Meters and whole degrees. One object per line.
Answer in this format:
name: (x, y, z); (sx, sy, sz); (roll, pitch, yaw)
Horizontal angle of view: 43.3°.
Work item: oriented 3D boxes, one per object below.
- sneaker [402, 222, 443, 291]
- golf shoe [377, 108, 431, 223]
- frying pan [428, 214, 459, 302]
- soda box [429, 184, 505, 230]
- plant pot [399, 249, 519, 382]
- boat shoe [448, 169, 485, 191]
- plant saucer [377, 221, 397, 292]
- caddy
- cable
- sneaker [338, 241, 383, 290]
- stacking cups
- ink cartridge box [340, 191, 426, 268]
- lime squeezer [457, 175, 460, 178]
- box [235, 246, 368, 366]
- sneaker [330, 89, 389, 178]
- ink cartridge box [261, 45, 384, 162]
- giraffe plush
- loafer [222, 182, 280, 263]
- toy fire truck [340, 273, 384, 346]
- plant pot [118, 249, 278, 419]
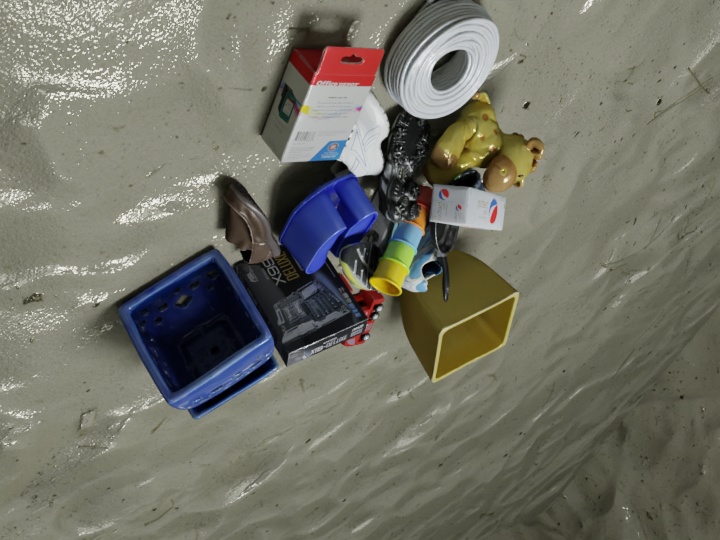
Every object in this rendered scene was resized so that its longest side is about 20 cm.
sneaker: (0.131, -0.031, 1.665); (0.200, 0.072, 0.072); (-54, 162, -38)
golf shoe: (0.062, -0.183, 1.545); (0.077, 0.094, 0.201); (9, 91, -29)
frying pan: (0.153, -0.054, 1.613); (0.115, 0.031, 0.191); (-49, 140, -48)
soda box: (0.188, -0.107, 1.569); (0.200, 0.068, 0.064); (0, 96, -64)
plant pot: (0.183, 0.072, 1.897); (0.195, 0.200, 0.195); (-24, 146, -19)
boat shoe: (0.159, -0.114, 1.764); (0.200, 0.071, 0.091); (-41, 148, -8)
plant saucer: (0.073, -0.041, 1.683); (0.070, 0.019, 0.200); (-19, 143, -28)
caddy: (-0.061, -0.085, 1.532); (0.141, 0.105, 0.200); (-29, 167, -30)
cable: (0.132, -0.334, 1.442); (0.200, 0.069, 0.200); (-46, 148, 14)
sneaker: (0.000, 0.000, 1.605); (0.200, 0.090, 0.079); (32, 65, -61)
stacking cups: (0.075, -0.058, 1.565); (0.061, 0.060, 0.201); (63, 44, -58)
ink cartridge box: (0.054, -0.061, 1.721); (0.115, 0.068, 0.200); (-7, 137, -39)
lime squeezer: (0.177, -0.177, 1.705); (0.038, 0.070, 0.200); (47, 61, -22)
box: (-0.105, 0.049, 1.580); (0.157, 0.200, 0.050); (-21, 152, -23)
sneaker: (-0.006, -0.215, 1.460); (0.087, 0.075, 0.200); (-21, 145, -17)
ink cartridge box: (-0.057, -0.261, 1.349); (0.116, 0.067, 0.200); (-9, 138, -39)
giraffe plush: (0.224, -0.201, 1.577); (0.200, 0.162, 0.173); (-55, 175, 2)
loafer: (-0.185, -0.065, 1.470); (0.071, 0.073, 0.200); (-34, 148, -8)
toy fire truck: (-0.026, 0.086, 1.850); (0.141, 0.049, 0.200); (-12, 141, -35)
plant pot: (-0.259, 0.120, 1.528); (0.200, 0.200, 0.180); (-32, 155, -9)
